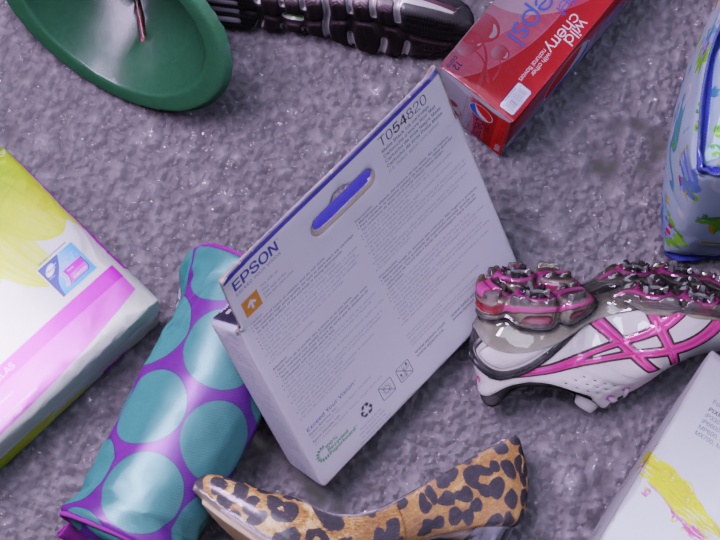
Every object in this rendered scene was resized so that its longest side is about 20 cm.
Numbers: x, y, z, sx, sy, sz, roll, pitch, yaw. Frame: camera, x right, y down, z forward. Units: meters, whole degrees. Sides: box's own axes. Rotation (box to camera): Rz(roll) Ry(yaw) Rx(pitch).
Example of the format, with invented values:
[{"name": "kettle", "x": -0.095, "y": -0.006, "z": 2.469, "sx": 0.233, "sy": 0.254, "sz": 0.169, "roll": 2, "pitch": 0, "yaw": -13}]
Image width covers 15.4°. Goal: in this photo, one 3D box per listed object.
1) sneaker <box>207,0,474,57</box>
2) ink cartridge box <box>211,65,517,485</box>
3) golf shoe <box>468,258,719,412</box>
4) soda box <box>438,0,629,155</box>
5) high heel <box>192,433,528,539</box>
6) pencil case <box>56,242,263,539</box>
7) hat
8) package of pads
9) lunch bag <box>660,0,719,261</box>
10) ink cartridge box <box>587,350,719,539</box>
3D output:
[{"name": "sneaker", "x": -0.016, "y": -0.214, "z": 1.761, "sx": 0.199, "sy": 0.076, "sz": 0.116, "roll": 10, "pitch": 69, "yaw": 1}, {"name": "ink cartridge box", "x": 0.000, "y": 0.000, "z": 1.627, "sx": 0.041, "sy": 0.200, "sz": 0.200, "roll": 28, "pitch": 64, "yaw": 39}, {"name": "golf shoe", "x": 0.164, "y": 0.043, "z": 1.700, "sx": 0.199, "sy": 0.073, "sz": 0.092, "roll": -1, "pitch": 112, "yaw": -14}, {"name": "soda box", "x": 0.132, "y": -0.175, "z": 1.757, "sx": 0.063, "sy": 0.070, "sz": 0.200, "roll": 38, "pitch": 75, "yaw": 8}, {"name": "high heel", "x": 0.004, "y": 0.131, "z": 1.640, "sx": 0.200, "sy": 0.071, "sz": 0.143, "roll": 30, "pitch": 78, "yaw": -16}, {"name": "pencil case", "x": -0.111, "y": 0.088, "z": 1.652, "sx": 0.092, "sy": 0.085, "sz": 0.200, "roll": 13, "pitch": 69, "yaw": 38}, {"name": "hat", "x": -0.132, "y": -0.231, "z": 1.729, "sx": 0.200, "sy": 0.166, "sz": 0.176, "roll": 39, "pitch": 57, "yaw": -12}, {"name": "package of pads", "x": -0.249, "y": 0.038, "z": 1.668, "sx": 0.154, "sy": 0.068, "sz": 0.200, "roll": 44, "pitch": 75, "yaw": 10}, {"name": "lunch bag", "x": 0.263, "y": -0.119, "z": 1.695, "sx": 0.127, "sy": 0.170, "sz": 0.201, "roll": 6, "pitch": 70, "yaw": -1}, {"name": "ink cartridge box", "x": 0.212, "y": 0.180, "z": 1.609, "sx": 0.144, "sy": 0.145, "sz": 0.200, "roll": 31, "pitch": 74, "yaw": 6}]
